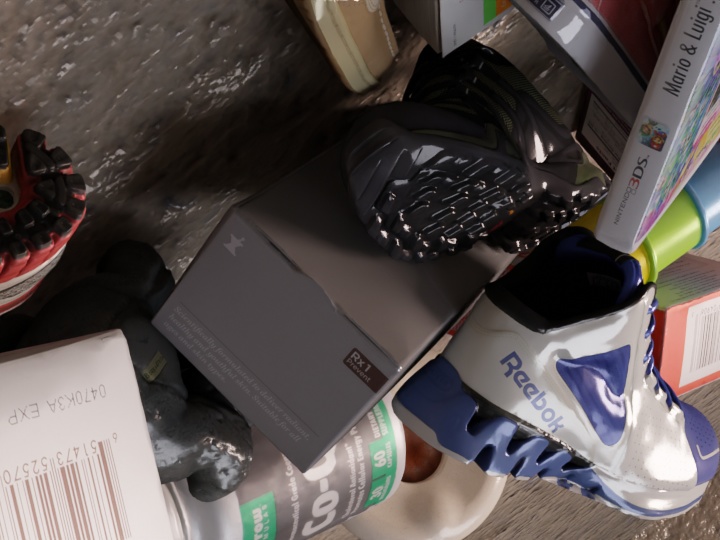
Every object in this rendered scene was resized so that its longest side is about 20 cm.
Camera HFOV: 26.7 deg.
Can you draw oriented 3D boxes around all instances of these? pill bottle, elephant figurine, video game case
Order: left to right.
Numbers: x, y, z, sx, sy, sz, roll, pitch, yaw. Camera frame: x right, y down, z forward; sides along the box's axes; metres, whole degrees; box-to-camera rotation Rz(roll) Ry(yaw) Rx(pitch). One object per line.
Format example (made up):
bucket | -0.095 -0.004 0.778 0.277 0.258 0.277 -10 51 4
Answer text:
elephant figurine | -0.155 0.089 0.746 0.199 0.142 0.155 -31 126 22
pill bottle | -0.078 0.128 0.950 0.199 0.113 0.113 -20 154 -36
video game case | 0.170 -0.125 0.664 0.200 0.024 0.183 -44 156 -51

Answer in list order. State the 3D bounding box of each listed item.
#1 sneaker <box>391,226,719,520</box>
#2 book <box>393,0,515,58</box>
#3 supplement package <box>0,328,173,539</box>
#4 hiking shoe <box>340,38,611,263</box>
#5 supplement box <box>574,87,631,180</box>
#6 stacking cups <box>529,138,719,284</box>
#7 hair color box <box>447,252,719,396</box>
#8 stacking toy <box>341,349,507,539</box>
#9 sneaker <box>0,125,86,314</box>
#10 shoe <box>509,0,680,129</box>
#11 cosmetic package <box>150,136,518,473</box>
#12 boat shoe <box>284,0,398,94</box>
sneaker | 0.119 0.047 0.737 0.198 0.081 0.116 16 110 -39
book | 0.101 -0.195 0.656 0.199 0.048 0.134 -33 158 -13
supplement package | -0.188 0.103 0.596 0.199 0.118 0.117 -13 -178 31
hiking shoe | 0.040 -0.063 0.712 0.076 0.101 0.199 -38 160 23
supplement box | 0.205 -0.125 0.899 0.110 0.086 0.200 -31 159 -13
stacking cups | 0.186 -0.042 0.844 0.199 0.061 0.061 -32 159 -22
hair color box | 0.129 0.016 0.925 0.110 0.199 0.065 -14 115 -44
stacking toy | 0.027 0.139 1.171 0.145 0.147 0.200 -32 178 -10
sneaker | -0.199 0.016 0.585 0.199 0.078 0.082 -21 159 -30
shoe | 0.130 -0.123 0.689 0.091 0.072 0.200 -46 157 9
cosmetic package | 0.000 0.000 0.744 0.090 0.107 0.200 -50 172 34
boat shoe | -0.009 -0.133 0.575 0.064 0.072 0.200 -35 158 -1
